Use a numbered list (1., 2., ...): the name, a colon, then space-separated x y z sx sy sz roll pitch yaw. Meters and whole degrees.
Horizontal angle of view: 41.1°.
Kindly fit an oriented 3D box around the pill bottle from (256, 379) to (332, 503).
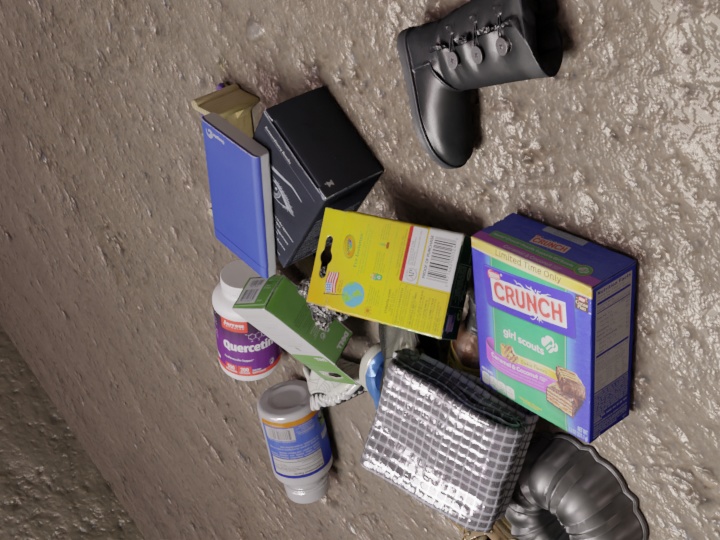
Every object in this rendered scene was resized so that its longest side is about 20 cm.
1. pill bottle: -0.109 0.304 1.683 0.112 0.111 0.202 23 132 46

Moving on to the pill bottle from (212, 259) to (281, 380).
1. pill bottle: -0.193 0.083 1.632 0.112 0.112 0.202 36 141 35

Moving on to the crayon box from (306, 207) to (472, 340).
1. crayon box: 0.036 0.001 1.179 0.198 0.051 0.129 14 92 30

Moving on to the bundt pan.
1. bundt pan: 0.251 0.306 1.186 0.201 0.075 0.204 35 139 37

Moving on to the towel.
1. towel: 0.101 0.205 1.172 0.198 0.085 0.167 25 121 25

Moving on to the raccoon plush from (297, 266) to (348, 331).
1. raccoon plush: 0.000 0.000 1.257 0.097 0.133 0.200 56 149 11

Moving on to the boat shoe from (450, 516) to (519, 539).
1. boat shoe: 0.174 0.371 1.360 0.199 0.064 0.072 25 133 45

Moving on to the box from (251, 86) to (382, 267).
1. box: -0.078 -0.123 1.306 0.149 0.104 0.200 56 148 10

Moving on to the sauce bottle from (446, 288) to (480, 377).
1. sauce bottle: 0.142 0.104 1.202 0.065 0.064 0.202 40 141 32

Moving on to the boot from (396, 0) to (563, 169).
1. boot: 0.132 -0.195 0.987 0.199 0.065 0.167 -5 111 52

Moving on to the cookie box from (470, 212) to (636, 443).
1. cookie box: 0.209 0.060 1.053 0.170 0.075 0.202 27 134 45

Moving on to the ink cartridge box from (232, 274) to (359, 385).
1. ink cartridge box: -0.082 0.088 1.412 0.200 0.060 0.103 41 157 -26

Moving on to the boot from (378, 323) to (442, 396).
1. boot: 0.072 0.147 1.274 0.130 0.067 0.203 -177 78 -72

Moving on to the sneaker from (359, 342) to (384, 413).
1. sneaker: 0.062 0.199 1.376 0.111 0.076 0.202 38 146 44

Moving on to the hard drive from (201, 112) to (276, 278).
1. hard drive: -0.167 -0.102 1.330 0.132 0.025 0.202 37 142 36

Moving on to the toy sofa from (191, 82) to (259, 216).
1. toy sofa: -0.205 -0.179 1.473 0.097 0.082 0.202 32 138 38

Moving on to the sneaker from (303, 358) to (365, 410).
1. sneaker: -0.039 0.169 1.518 0.200 0.074 0.082 -27 83 59

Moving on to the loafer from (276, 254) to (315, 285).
1. loafer: -0.112 -0.050 1.457 0.201 0.068 0.075 51 152 -12
